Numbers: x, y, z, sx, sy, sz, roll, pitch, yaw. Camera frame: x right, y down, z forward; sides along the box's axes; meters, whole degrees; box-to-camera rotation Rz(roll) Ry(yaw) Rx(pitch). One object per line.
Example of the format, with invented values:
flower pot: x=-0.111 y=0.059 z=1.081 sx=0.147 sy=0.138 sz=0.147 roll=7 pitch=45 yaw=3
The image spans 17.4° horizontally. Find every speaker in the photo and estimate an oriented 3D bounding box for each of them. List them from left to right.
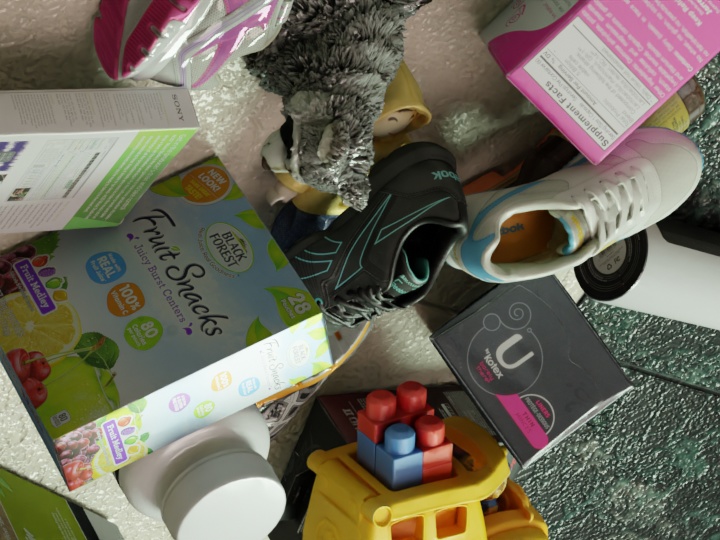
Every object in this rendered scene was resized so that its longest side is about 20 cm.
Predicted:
speaker: x=0.268 y=0.003 z=1.929 sx=0.200 sy=0.081 sz=0.081 roll=13 pitch=121 yaw=-42

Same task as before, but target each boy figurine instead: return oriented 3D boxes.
boy figurine: x=-0.003 y=-0.066 z=1.685 sx=0.124 sy=0.064 sz=0.200 roll=6 pitch=129 yaw=-36

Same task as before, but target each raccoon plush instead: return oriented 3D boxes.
raccoon plush: x=0.010 y=-0.138 z=1.562 sx=0.200 sy=0.134 sz=0.097 roll=-44 pitch=139 yaw=11

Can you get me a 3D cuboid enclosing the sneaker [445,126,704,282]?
sneaker: x=0.158 y=-0.040 z=1.660 sx=0.200 sy=0.081 sz=0.077 roll=-23 pitch=111 yaw=-13

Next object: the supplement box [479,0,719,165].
supplement box: x=0.194 y=-0.187 z=1.646 sx=0.200 sy=0.101 sz=0.103 roll=-42 pitch=113 yaw=10

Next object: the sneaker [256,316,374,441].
sneaker: x=-0.067 y=0.081 z=1.787 sx=0.200 sy=0.078 sz=0.077 roll=-38 pitch=154 yaw=9

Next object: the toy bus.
toy bus: x=0.055 y=0.175 z=1.815 sx=0.200 sy=0.136 sz=0.192 roll=-10 pitch=116 yaw=-30

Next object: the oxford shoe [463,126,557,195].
oxford shoe: x=0.156 y=-0.059 z=1.793 sx=0.200 sy=0.073 sz=0.071 roll=-34 pitch=141 yaw=-1

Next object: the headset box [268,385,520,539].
headset box: x=0.022 y=0.175 z=1.932 sx=0.200 sy=0.075 sz=0.149 roll=-2 pitch=130 yaw=-34

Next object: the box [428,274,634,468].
box: x=0.128 y=0.068 z=1.794 sx=0.106 sy=0.122 sz=0.200 roll=-36 pitch=177 yaw=1

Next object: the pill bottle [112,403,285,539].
pill bottle: x=-0.131 y=0.105 z=1.655 sx=0.111 sy=0.200 sz=0.111 roll=-20 pitch=140 yaw=-18

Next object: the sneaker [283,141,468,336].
sneaker: x=0.000 y=0.000 z=1.646 sx=0.075 sy=0.079 sz=0.200 roll=19 pitch=121 yaw=-43

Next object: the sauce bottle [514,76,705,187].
sauce bottle: x=0.163 y=-0.081 z=1.732 sx=0.200 sy=0.065 sz=0.065 roll=-38 pitch=142 yaw=-13

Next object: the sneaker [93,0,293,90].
sneaker: x=-0.079 y=-0.192 z=1.498 sx=0.200 sy=0.081 sz=0.088 roll=-44 pitch=142 yaw=23

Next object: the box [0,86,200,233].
box: x=-0.221 y=-0.068 z=1.510 sx=0.200 sy=0.036 sz=0.144 roll=-3 pitch=156 yaw=-32

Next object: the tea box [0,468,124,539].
tea box: x=-0.286 y=0.270 z=1.766 sx=0.200 sy=0.134 sz=0.197 roll=-43 pitch=139 yaw=11

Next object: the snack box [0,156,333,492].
snack box: x=-0.145 y=0.033 z=1.600 sx=0.200 sy=0.169 sz=0.068 roll=-25 pitch=142 yaw=-14
